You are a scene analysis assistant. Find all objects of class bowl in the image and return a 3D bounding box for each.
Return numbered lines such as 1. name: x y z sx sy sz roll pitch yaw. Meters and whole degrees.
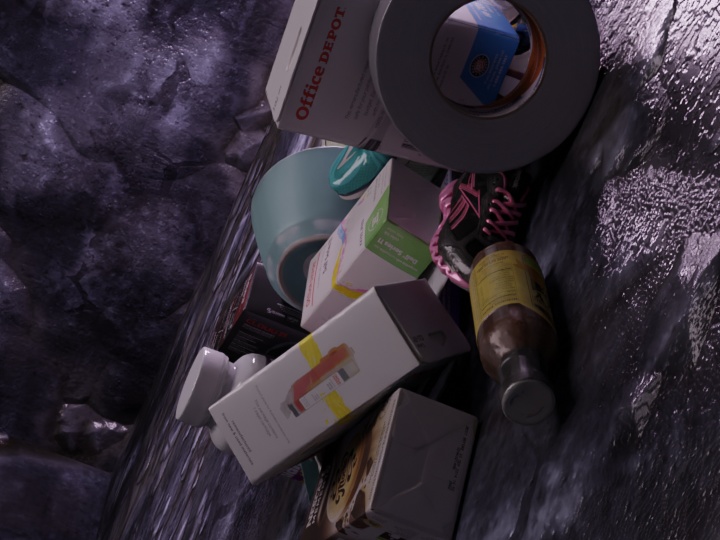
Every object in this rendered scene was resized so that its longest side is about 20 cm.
1. bowl: -0.031 -0.024 1.662 0.106 0.199 0.202 -82 18 -49

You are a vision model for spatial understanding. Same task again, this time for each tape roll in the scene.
1. tape roll: 0.107 -0.190 1.322 0.066 0.198 0.202 -112 45 -73

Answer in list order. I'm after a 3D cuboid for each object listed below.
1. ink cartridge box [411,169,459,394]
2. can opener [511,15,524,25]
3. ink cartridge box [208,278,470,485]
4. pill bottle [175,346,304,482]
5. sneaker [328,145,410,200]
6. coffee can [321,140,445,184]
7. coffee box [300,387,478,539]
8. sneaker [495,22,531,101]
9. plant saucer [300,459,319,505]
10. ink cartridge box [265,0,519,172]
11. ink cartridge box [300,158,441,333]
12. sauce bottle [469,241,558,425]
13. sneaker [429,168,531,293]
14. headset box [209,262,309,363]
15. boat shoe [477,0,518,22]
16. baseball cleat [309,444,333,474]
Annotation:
1. ink cartridge box: 0.065 0.027 1.516 0.199 0.043 0.201 -85 18 -55
2. can opener: 0.170 -0.324 1.651 0.201 0.053 0.067 -88 22 -56
3. ink cartridge box: -0.016 0.096 1.359 0.199 0.084 0.145 -36 -10 19
4. pill bottle: -0.093 0.157 1.621 0.112 0.198 0.113 -158 90 -79
5. sneaker: 0.023 -0.160 1.525 0.201 0.079 0.078 -53 40 23
6. coffee can: 0.057 -0.182 1.676 0.200 0.145 0.148 126 162 -49
7. coffee box: 0.020 0.195 1.325 0.200 0.079 0.114 132 157 -60
8. sneaker: 0.147 -0.209 1.506 0.201 0.074 0.091 -111 42 -61
9. plant saucer: -0.046 0.189 1.529 0.070 0.019 0.202 -72 -27 -67
10. ink cartridge box: 0.027 -0.192 1.411 0.086 0.198 0.148 -109 36 -57
11. ink cartridge box: 0.000 0.000 1.527 0.200 0.067 0.118 -51 18 31
12. sauce bottle: 0.121 0.049 1.170 0.201 0.064 0.065 -91 25 -60
13. sneaker: 0.118 -0.049 1.366 0.096 0.079 0.201 -49 21 28
14. headset box: -0.097 0.082 1.909 0.200 0.147 0.078 129 159 -54
15. boat shoe: 0.164 -0.319 1.546 0.069 0.071 0.200 -39 11 41
16. baseball cleat: -0.011 0.143 1.523 0.107 0.069 0.201 66 -164 -44
